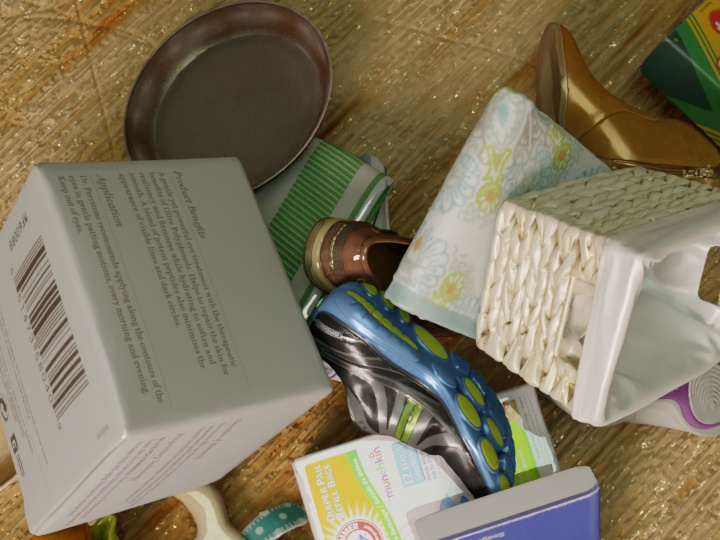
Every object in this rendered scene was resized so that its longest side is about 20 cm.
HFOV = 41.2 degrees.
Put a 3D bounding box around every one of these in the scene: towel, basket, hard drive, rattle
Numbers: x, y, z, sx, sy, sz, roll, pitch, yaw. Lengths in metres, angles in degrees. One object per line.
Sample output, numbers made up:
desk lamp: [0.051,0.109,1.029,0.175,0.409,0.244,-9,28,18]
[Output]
towel: [-0.085,-0.054,0.819,0.199,0.023,0.153,25,80,28]
basket: [0.192,0.006,0.704,0.123,0.199,0.137,29,122,38]
hard drive: [0.118,0.234,0.728,0.131,0.201,0.025,-17,43,-3]
rattle: [-0.136,0.215,0.752,0.198,0.143,0.131,12,64,8]
towel: [0.116,-0.027,0.736,0.048,0.199,0.172,28,94,39]

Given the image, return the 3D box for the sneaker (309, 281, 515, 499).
sneaker: [0.039,0.097,0.710,0.200,0.071,0.083,45,120,-1]

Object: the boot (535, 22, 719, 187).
boot: [0.239,-0.126,0.850,0.142,0.071,0.203,-8,85,-7]

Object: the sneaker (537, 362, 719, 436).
sneaker: [0.233,0.090,0.804,0.198,0.099,0.076,9,92,-23]

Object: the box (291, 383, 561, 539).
box: [0.055,0.176,0.774,0.198,0.101,0.114,-17,80,-3]

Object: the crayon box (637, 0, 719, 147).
crayon box: [0.358,-0.153,0.840,0.200,0.051,0.127,45,61,6]

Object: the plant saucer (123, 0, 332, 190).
plant saucer: [-0.113,-0.144,0.836,0.198,0.032,0.202,-8,66,18]

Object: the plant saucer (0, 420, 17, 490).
plant saucer: [-0.351,0.101,0.818,0.198,0.035,0.203,0,80,-1]

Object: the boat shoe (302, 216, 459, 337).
boat shoe: [0.045,0.012,0.768,0.199,0.067,0.073,23,78,-42]

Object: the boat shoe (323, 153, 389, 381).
boat shoe: [0.000,0.000,0.829,0.065,0.073,0.202,21,73,-28]

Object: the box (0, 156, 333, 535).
box: [-0.163,0.052,0.707,0.170,0.200,0.200,-8,66,-40]
